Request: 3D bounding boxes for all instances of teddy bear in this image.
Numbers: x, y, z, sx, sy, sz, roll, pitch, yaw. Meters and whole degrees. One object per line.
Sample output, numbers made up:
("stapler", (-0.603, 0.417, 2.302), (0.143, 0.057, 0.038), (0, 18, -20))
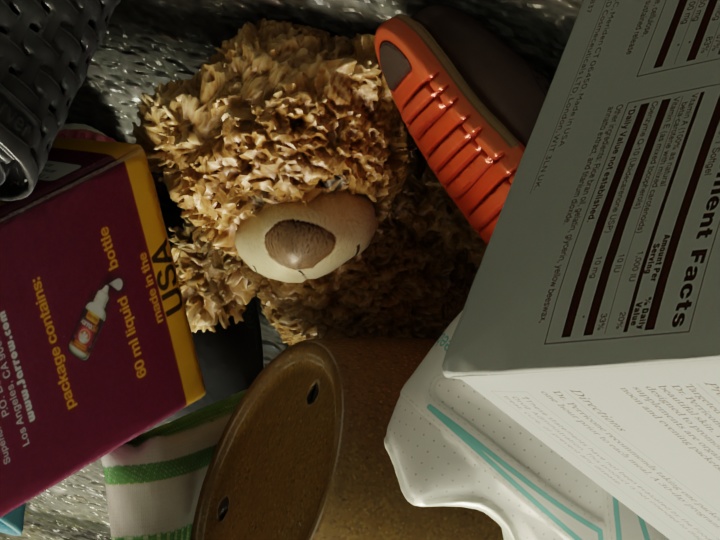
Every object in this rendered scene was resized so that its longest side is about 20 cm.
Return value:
("teddy bear", (0.000, 0.000, 0.841), (0.144, 0.067, 0.200), (16, 158, 8))

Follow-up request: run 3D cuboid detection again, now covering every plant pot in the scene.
("plant pot", (0.055, 0.096, 0.813), (0.199, 0.187, 0.186), (22, 159, -23))

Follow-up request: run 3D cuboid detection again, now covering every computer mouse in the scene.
("computer mouse", (-0.063, 0.049, 0.974), (0.052, 0.139, 0.200), (-1, 144, -4))

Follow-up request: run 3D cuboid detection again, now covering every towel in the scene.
("towel", (-0.049, 0.145, 0.861), (0.023, 0.201, 0.152), (2, -174, 17))

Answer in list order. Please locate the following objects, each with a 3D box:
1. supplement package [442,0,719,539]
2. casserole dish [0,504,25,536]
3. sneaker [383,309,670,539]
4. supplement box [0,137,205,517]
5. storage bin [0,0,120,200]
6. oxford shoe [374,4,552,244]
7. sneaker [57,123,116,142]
("supplement package", (0.168, 0.003, 0.585), (0.191, 0.148, 0.200), (37, 153, -31))
("casserole dish", (-0.194, 0.041, 0.948), (0.121, 0.039, 0.200), (15, 165, 34))
("sneaker", (0.085, 0.083, 0.708), (0.200, 0.080, 0.070), (45, 178, -14))
("supplement box", (-0.157, 0.034, 0.766), (0.110, 0.200, 0.086), (5, 117, 44))
("storage bin", (-0.177, -0.095, 0.760), (0.199, 0.094, 0.135), (4, 151, 39))
("oxford shoe", (0.089, -0.013, 0.747), (0.200, 0.073, 0.071), (43, 169, -4))
("sneaker", (-0.138, -0.005, 0.941), (0.074, 0.081, 0.200), (28, 157, -8))
